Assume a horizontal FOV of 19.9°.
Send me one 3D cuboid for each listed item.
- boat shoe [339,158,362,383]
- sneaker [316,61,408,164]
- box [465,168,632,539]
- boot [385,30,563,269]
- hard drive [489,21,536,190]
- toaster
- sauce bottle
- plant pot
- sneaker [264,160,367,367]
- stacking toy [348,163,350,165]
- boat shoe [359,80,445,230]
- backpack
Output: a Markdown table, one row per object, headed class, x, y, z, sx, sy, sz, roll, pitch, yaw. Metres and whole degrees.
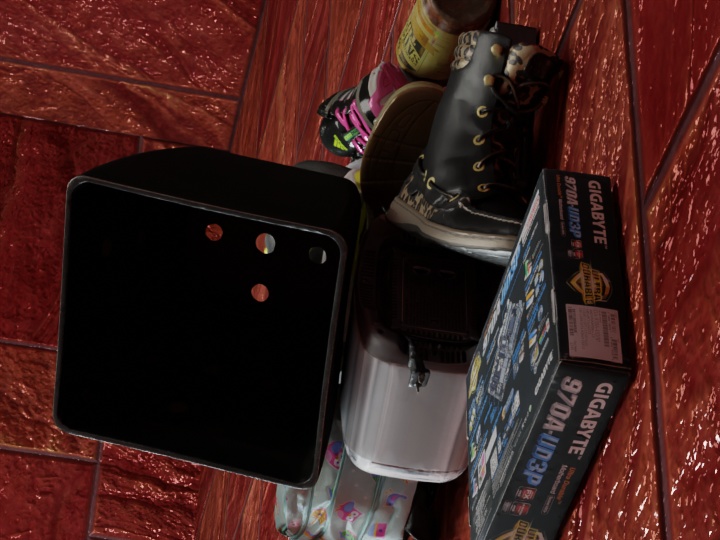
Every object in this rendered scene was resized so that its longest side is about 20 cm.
| class | x | y | z | sx | sy | sz | roll | pitch | yaw |
| --- | --- | --- | --- | --- | --- | --- | --- | --- | --- |
| boat shoe | 0.000 | 0.000 | 1.684 | 0.068 | 0.072 | 0.201 | -27 | -50 | -63 |
| sneaker | 0.008 | -0.122 | 1.699 | 0.074 | 0.087 | 0.200 | 56 | -174 | -6 |
| box | 0.109 | 0.064 | 1.248 | 0.159 | 0.046 | 0.200 | -89 | 11 | -45 |
| boot | 0.094 | -0.082 | 1.395 | 0.200 | 0.073 | 0.151 | 23 | 93 | 68 |
| hard drive | 0.089 | -0.085 | 1.580 | 0.200 | 0.038 | 0.140 | 121 | 156 | -67 |
| toaster | 0.044 | 0.061 | 1.478 | 0.200 | 0.113 | 0.130 | -90 | 8 | -53 |
| sauce bottle | 0.065 | -0.194 | 1.767 | 0.200 | 0.066 | 0.066 | 118 | 160 | -66 |
| plant pot | -0.093 | 0.014 | 1.491 | 0.177 | 0.199 | 0.201 | -55 | -25 | -64 |
| sneaker | -0.039 | 0.005 | 1.632 | 0.074 | 0.084 | 0.201 | -5 | -65 | -60 |
| stacking toy | 0.010 | -0.075 | 2.019 | 0.086 | 0.085 | 0.200 | -90 | 19 | -46 |
| boat shoe | 0.035 | -0.068 | 1.552 | 0.063 | 0.073 | 0.200 | -81 | 2 | -49 |
| backpack | -0.001 | 0.161 | 1.602 | 0.200 | 0.126 | 0.168 | 118 | 158 | -79 |
